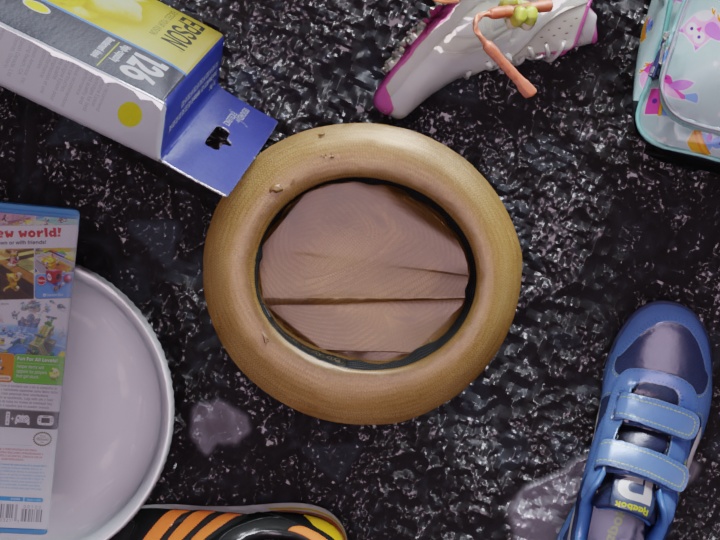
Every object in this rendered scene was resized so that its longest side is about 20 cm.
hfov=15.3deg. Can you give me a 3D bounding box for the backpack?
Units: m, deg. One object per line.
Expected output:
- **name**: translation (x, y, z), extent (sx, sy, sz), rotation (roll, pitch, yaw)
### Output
- **backpack**: translation (0.264, -0.155, 1.649), extent (0.174, 0.153, 0.202), rotation (15, 87, 5)

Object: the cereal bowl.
- **cereal bowl**: translation (-0.214, 0.086, 1.703), extent (0.198, 0.083, 0.202), rotation (0, 94, 0)

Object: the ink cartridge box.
- **ink cartridge box**: translation (-0.146, -0.128, 1.631), extent (0.199, 0.198, 0.047), rotation (24, 108, 0)

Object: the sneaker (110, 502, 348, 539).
- **sneaker**: translation (-0.106, 0.186, 1.704), extent (0.198, 0.090, 0.071), rotation (-6, 94, 1)

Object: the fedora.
- **fedora**: translation (0.000, 0.000, 1.692), extent (0.199, 0.082, 0.202), rotation (0, 95, -3)

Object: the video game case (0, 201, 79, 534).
- **video game case**: translation (-0.249, 0.057, 1.627), extent (0.142, 0.018, 0.202), rotation (5, 95, -21)

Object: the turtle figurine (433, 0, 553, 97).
- **turtle figurine**: translation (0.084, -0.214, 1.627), extent (0.161, 0.064, 0.200), rotation (-39, 81, -4)

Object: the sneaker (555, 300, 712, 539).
- **sneaker**: translation (0.178, 0.119, 1.700), extent (0.073, 0.082, 0.202), rotation (15, 92, 1)

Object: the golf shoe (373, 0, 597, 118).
- **golf shoe**: translation (0.096, -0.156, 1.689), extent (0.200, 0.075, 0.092), rotation (-43, 95, 4)
